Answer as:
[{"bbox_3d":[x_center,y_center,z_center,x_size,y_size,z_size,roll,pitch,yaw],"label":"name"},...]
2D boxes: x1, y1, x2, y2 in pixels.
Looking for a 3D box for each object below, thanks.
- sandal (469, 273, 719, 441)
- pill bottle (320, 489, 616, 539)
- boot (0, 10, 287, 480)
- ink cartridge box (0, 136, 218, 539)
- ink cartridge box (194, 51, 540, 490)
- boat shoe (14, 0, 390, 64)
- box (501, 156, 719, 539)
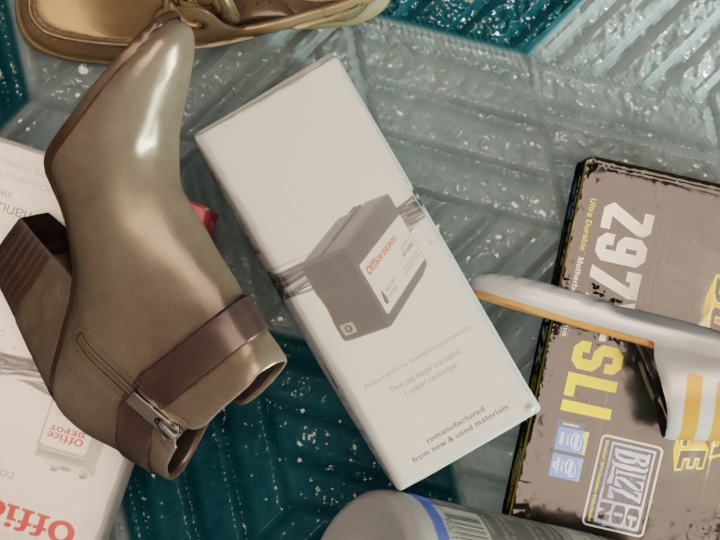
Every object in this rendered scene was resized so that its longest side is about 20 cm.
[{"bbox_3d":[0.149,0.052,1.397,0.206,0.079,0.059,16,91,5],"label":"sandal"},{"bbox_3d":[0.080,0.181,1.379,0.200,0.114,0.114,15,90,-30],"label":"pill bottle"},{"bbox_3d":[-0.091,-0.003,1.316,0.146,0.070,0.200,45,126,15],"label":"boot"},{"bbox_3d":[-0.172,0.041,1.419,0.146,0.083,0.200,18,89,-3],"label":"ink cartridge box"},{"bbox_3d":[0.000,0.000,1.397,0.084,0.145,0.200,-30,92,-1],"label":"ink cartridge box"},{"bbox_3d":[-0.080,-0.149,1.431,0.200,0.065,0.071,-9,91,-3],"label":"boat shoe"},{"bbox_3d":[0.172,0.053,1.456,0.159,0.049,0.200,13,90,-1],"label":"box"}]
